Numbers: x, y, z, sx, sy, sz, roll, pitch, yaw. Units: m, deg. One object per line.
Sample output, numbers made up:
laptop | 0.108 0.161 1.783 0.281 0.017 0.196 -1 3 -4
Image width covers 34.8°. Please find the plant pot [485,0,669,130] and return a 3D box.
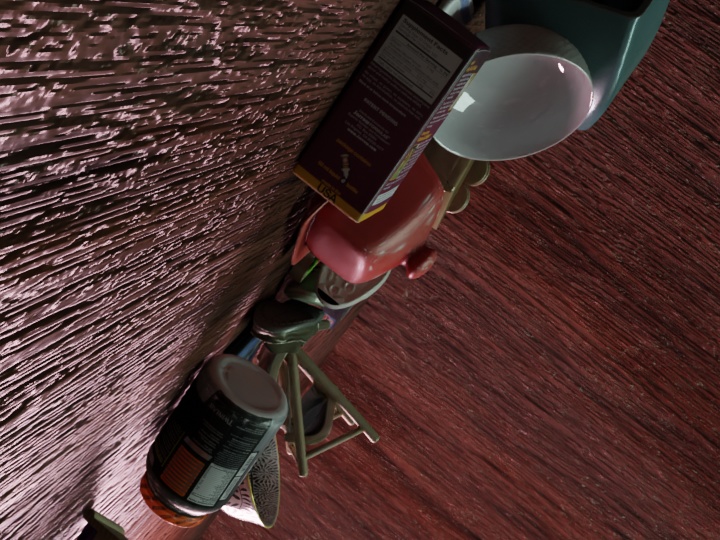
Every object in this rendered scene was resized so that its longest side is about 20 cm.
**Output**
plant pot | 0.269 -0.298 1.445 0.196 0.195 0.202 -49 153 -42

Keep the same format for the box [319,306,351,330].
box | 0.011 -0.013 1.804 0.201 0.038 0.137 -57 174 37

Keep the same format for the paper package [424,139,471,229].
paper package | 0.113 -0.177 1.587 0.192 0.103 0.200 -60 177 -11

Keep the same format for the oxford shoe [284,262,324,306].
oxford shoe | -0.060 0.016 1.625 0.200 0.074 0.058 -26 134 -79

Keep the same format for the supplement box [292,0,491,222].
supplement box | 0.033 -0.157 1.118 0.201 0.085 0.110 -55 175 17

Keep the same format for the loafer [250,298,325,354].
loafer | -0.096 0.083 1.531 0.200 0.074 0.070 -3 113 -75

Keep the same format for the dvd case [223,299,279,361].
dvd case | -0.182 0.142 1.604 0.143 0.017 0.201 -50 173 -50

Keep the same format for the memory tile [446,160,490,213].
memory tile | 0.152 -0.199 1.724 0.201 0.153 0.017 -53 149 8

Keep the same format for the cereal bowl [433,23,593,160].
cereal bowl | 0.170 -0.220 1.357 0.201 0.198 0.084 121 -32 -54

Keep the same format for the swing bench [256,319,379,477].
swing bench | -0.082 0.177 1.726 0.129 0.202 0.199 -24 -176 -9

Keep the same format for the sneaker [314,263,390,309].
sneaker | 0.000 0.000 1.596 0.200 0.080 0.147 -50 175 -26

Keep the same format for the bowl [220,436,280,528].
bowl | -0.183 0.272 1.646 0.201 0.093 0.203 -8 90 -83

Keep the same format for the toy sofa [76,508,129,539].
toy sofa | -0.348 0.374 1.325 0.201 0.097 0.083 -53 151 -12

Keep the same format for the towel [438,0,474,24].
towel | 0.064 -0.231 1.300 0.201 0.024 0.147 -54 175 5

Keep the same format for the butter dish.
butter dish | 0.029 -0.054 1.354 0.199 0.148 0.200 -44 174 -16

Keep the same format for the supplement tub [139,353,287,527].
supplement tub | -0.187 0.215 1.429 0.201 0.122 0.122 -54 176 21

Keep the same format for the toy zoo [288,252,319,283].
toy zoo | -0.021 -0.080 1.577 0.200 0.020 0.132 -49 173 -48
